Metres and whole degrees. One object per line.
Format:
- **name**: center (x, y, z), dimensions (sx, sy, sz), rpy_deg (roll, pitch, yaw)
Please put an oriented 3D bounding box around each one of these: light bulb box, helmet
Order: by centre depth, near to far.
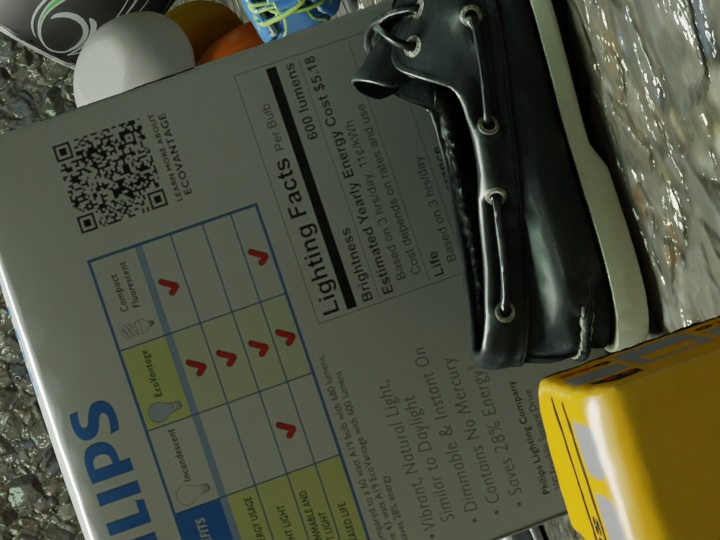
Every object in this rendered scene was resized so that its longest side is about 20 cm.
- **light bulb box**: center (-0.025, 0.017, 0.791), dimensions (0.125, 0.199, 0.200), rpy_deg (171, 80, -83)
- **helmet**: center (-0.225, -0.275, 1.647), dimensions (0.199, 0.191, 0.200), rpy_deg (34, -171, -6)

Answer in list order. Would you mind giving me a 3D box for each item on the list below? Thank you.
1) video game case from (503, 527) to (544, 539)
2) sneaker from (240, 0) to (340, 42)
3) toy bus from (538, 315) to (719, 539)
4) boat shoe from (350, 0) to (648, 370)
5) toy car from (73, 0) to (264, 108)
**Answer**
- **video game case**: center (0.093, 0.201, 1.106), dimensions (0.200, 0.024, 0.183), rpy_deg (90, 160, -68)
- **sneaker**: center (-0.034, -0.153, 1.005), dimensions (0.105, 0.075, 0.200), rpy_deg (61, -175, -23)
- **toy bus**: center (0.109, 0.115, 0.557), dimensions (0.078, 0.065, 0.201), rpy_deg (-175, 67, -81)
- **boat shoe**: center (0.031, -0.061, 0.685), dimensions (0.074, 0.066, 0.201), rpy_deg (-179, 70, -83)
- **toy car**: center (-0.076, -0.056, 1.239), dimensions (0.149, 0.175, 0.202), rpy_deg (11, 93, 36)
